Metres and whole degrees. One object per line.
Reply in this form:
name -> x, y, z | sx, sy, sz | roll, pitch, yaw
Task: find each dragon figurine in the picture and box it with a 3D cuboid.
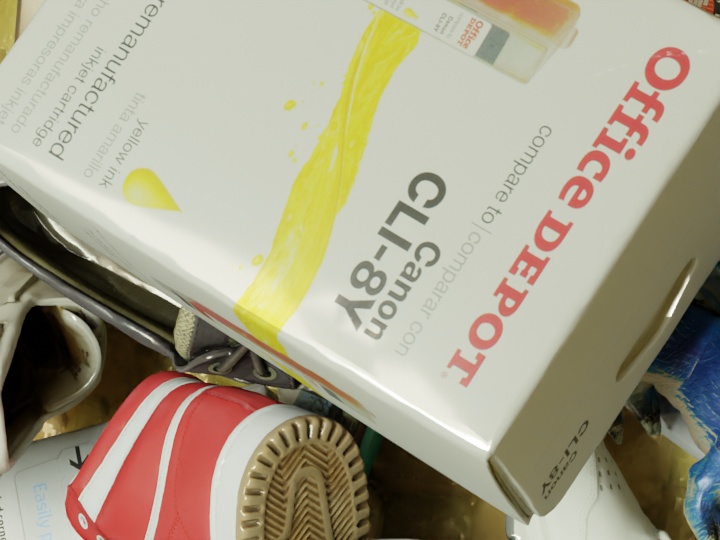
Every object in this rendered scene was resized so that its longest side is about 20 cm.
dragon figurine -> 0.124, 0.024, 0.697 | 0.100, 0.059, 0.200 | -51, 59, 17

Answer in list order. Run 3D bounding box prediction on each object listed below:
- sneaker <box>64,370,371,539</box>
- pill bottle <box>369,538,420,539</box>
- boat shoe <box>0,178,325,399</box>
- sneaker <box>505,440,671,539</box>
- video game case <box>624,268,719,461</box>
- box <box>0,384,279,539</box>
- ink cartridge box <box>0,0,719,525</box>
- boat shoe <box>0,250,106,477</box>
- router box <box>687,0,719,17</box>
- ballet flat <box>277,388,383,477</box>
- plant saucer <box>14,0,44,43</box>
sneaker -> -0.051, 0.133, 0.771 | 0.112, 0.071, 0.201 | 20, 112, 50
pill bottle -> 0.013, 0.198, 0.694 | 0.113, 0.113, 0.201 | 14, 114, 35
boat shoe -> -0.043, 0.007, 0.734 | 0.199, 0.065, 0.072 | 26, 120, 18
sneaker -> 0.109, 0.135, 0.724 | 0.087, 0.074, 0.201 | -26, 74, 13
video game case -> 0.198, 0.005, 0.698 | 0.182, 0.022, 0.200 | 36, 104, 33
box -> -0.112, 0.143, 0.836 | 0.199, 0.041, 0.157 | -16, 74, 8
ink cartridge box -> 0.005, -0.041, 0.655 | 0.200, 0.083, 0.145 | 31, 81, 22
boat shoe -> -0.131, 0.034, 0.838 | 0.070, 0.200, 0.071 | -3, 102, 9
router box -> 0.183, -0.078, 0.669 | 0.200, 0.062, 0.150 | 24, 96, 35
ballet flat -> 0.000, 0.000, 0.785 | 0.074, 0.074, 0.201 | 38, 118, 32
plant saucer -> -0.108, -0.104, 0.863 | 0.200, 0.029, 0.201 | -176, 90, -72
